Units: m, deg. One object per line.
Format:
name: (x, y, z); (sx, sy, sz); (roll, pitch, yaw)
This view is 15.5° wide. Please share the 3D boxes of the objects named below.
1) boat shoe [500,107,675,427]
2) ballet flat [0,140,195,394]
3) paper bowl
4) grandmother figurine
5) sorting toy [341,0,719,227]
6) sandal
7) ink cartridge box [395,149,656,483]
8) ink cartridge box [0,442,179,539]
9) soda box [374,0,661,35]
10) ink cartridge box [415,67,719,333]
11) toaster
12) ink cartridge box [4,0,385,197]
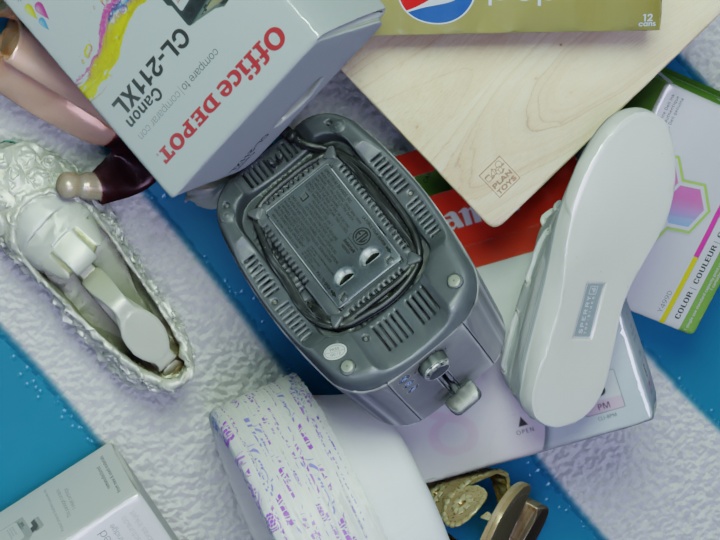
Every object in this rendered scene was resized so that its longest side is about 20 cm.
boat shoe: (0.132, -0.007, 1.590); (0.072, 0.068, 0.201); (0, 111, -29)
ballet flat: (-0.162, 0.000, 1.614); (0.072, 0.072, 0.200); (-39, 117, 0)
paper bowl: (-0.011, 0.158, 1.649); (0.104, 0.201, 0.201); (-25, 116, -7)
grandmother figurine: (-0.144, -0.094, 1.585); (0.200, 0.061, 0.122); (29, 92, -26)
sorting toy: (0.083, -0.166, 1.597); (0.200, 0.070, 0.199); (-44, 91, 3)
sandal: (0.069, 0.160, 1.705); (0.069, 0.212, 0.078); (27, 89, 13)
ink cartridge box: (0.080, 0.019, 1.655); (0.162, 0.057, 0.201); (-17, 106, 13)
ink cartridge box: (-0.198, 0.230, 1.681); (0.200, 0.083, 0.147); (-33, 117, -4)
soda box: (0.073, -0.179, 1.518); (0.199, 0.068, 0.064); (0, 126, 1)
ink cartridge box: (0.151, -0.065, 1.686); (0.200, 0.076, 0.148); (20, 103, -25)
toaster: (0.000, 0.000, 1.571); (0.114, 0.200, 0.129); (-39, 153, 0)
ink cartridge box: (-0.107, -0.165, 1.478); (0.200, 0.083, 0.146); (49, 121, 7)
